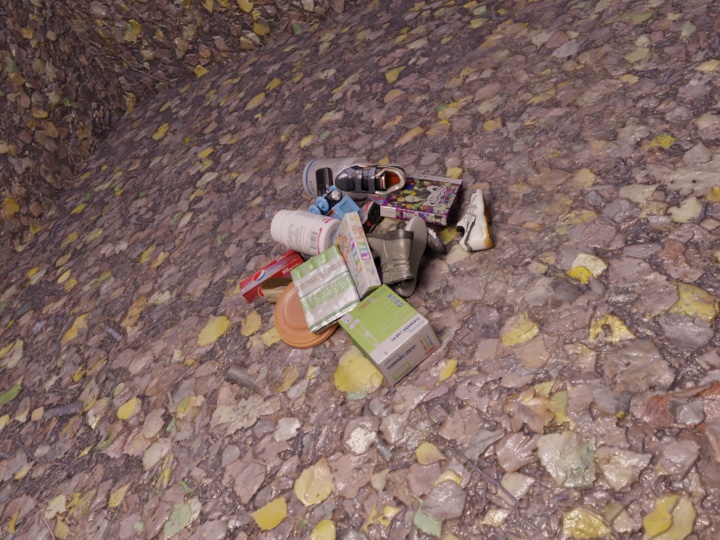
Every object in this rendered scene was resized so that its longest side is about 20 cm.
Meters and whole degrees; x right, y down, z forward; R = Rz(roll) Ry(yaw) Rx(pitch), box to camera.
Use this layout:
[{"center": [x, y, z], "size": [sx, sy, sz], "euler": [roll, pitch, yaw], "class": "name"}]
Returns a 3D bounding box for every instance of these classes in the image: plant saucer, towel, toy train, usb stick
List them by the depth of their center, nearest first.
[{"center": [-0.087, 0.046, 1.625], "size": [0.148, 0.031, 0.201], "euler": [-29, 55, 8], "class": "towel"}, {"center": [-0.140, 0.098, 1.660], "size": [0.198, 0.037, 0.202], "euler": [-11, 63, 22], "class": "plant saucer"}, {"center": [-0.085, -0.155, 1.829], "size": [0.087, 0.114, 0.200], "euler": [-43, 2, -31], "class": "toy train"}, {"center": [-0.104, -0.211, 1.948], "size": [0.055, 0.033, 0.202], "euler": [-9, 84, 31], "class": "usb stick"}]

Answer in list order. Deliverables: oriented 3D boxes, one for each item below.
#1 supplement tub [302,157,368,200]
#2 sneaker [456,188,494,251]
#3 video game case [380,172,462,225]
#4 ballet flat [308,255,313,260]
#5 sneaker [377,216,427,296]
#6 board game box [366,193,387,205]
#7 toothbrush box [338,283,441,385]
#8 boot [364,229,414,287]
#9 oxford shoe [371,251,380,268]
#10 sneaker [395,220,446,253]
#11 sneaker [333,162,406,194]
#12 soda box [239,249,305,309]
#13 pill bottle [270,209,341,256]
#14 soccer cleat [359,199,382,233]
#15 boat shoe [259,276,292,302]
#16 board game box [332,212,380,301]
[{"center": [-0.073, -0.286, 2.029], "size": [0.199, 0.132, 0.132], "euler": [6, 51, 40], "class": "supplement tub"}, {"center": [0.280, -0.129, 1.628], "size": [0.087, 0.076, 0.201], "euler": [-16, 39, 21], "class": "sneaker"}, {"center": [0.167, -0.195, 1.740], "size": [0.179, 0.036, 0.200], "euler": [10, 38, 18], "class": "video game case"}, {"center": [-0.119, -0.029, 1.821], "size": [0.071, 0.072, 0.201], "euler": [-22, 38, 14], "class": "ballet flat"}, {"center": [0.094, -0.040, 1.623], "size": [0.114, 0.072, 0.202], "euler": [8, 79, 50], "class": "sneaker"}, {"center": [0.112, -0.231, 1.851], "size": [0.157, 0.039, 0.200], "euler": [-19, 32, -21], "class": "board game box"}, {"center": [0.063, 0.141, 1.474], "size": [0.145, 0.086, 0.200], "euler": [-39, 36, -9], "class": "toothbrush box"}, {"center": [0.057, -0.025, 1.567], "size": [0.199, 0.067, 0.132], "euler": [-5, 81, 57], "class": "boot"}, {"center": [0.000, 0.000, 1.699], "size": [0.200, 0.071, 0.075], "euler": [-42, 44, -9], "class": "oxford shoe"}, {"center": [0.146, -0.073, 1.680], "size": [0.090, 0.067, 0.200], "euler": [-44, 36, -5], "class": "sneaker"}, {"center": [0.026, -0.245, 1.732], "size": [0.198, 0.079, 0.080], "euler": [-8, 28, -1], "class": "sneaker"}, {"center": [-0.246, 0.022, 1.857], "size": [0.199, 0.070, 0.064], "euler": [-33, 35, 1], "class": "soda box"}, {"center": [-0.143, -0.102, 1.771], "size": [0.199, 0.114, 0.114], "euler": [17, 58, 34], "class": "pill bottle"}, {"center": [-0.004, -0.123, 1.855], "size": [0.200, 0.068, 0.073], "euler": [-52, 24, -24], "class": "soccer cleat"}, {"center": [-0.179, 0.058, 1.774], "size": [0.198, 0.065, 0.072], "euler": [-2, 37, 23], "class": "boat shoe"}, {"center": [-0.012, -0.024, 1.614], "size": [0.034, 0.135, 0.202], "euler": [-8, 66, -22], "class": "board game box"}]
